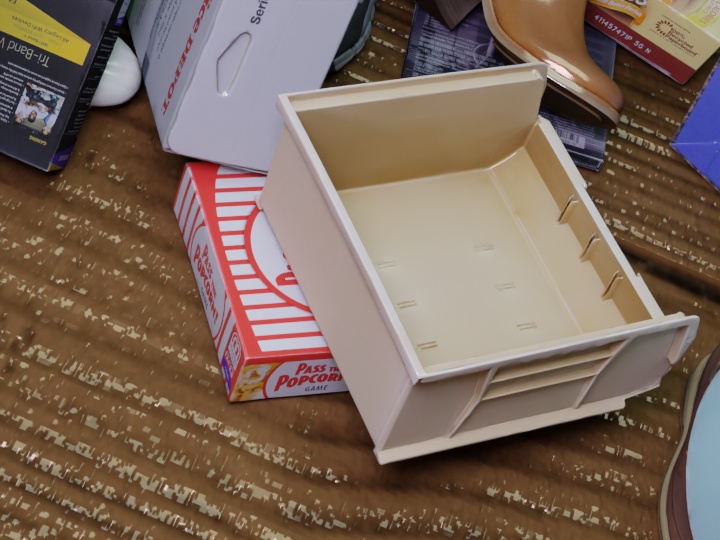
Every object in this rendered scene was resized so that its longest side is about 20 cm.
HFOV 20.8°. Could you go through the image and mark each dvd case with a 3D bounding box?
[{"bbox_3d":[0.109,-0.164,1.399,0.148,0.016,0.200,16,49,-5],"label":"dvd case"}]

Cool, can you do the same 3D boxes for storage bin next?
[{"bbox_3d":[0.067,-0.010,1.140,0.198,0.094,0.200,-10,56,-26],"label":"storage bin"}]

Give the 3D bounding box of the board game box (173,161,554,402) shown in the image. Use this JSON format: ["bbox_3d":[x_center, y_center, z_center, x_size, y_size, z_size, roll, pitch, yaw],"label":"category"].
[{"bbox_3d":[0.000,0.000,1.203,0.199,0.046,0.152,-4,53,-22],"label":"board game box"}]

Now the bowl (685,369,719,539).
[{"bbox_3d":[0.291,0.125,1.106,0.200,0.105,0.201,9,73,-31],"label":"bowl"}]

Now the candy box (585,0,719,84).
[{"bbox_3d":[0.224,-0.243,1.461,0.115,0.055,0.200,32,45,-11],"label":"candy box"}]

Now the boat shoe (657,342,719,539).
[{"bbox_3d":[0.224,0.113,1.173,0.072,0.068,0.200,18,48,-4],"label":"boat shoe"}]

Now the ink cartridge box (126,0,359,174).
[{"bbox_3d":[-0.078,-0.174,1.218,0.083,0.147,0.200,12,32,-23],"label":"ink cartridge box"}]

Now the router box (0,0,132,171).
[{"bbox_3d":[-0.245,-0.171,1.192,0.200,0.158,0.052,24,6,1],"label":"router box"}]

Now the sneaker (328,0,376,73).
[{"bbox_3d":[-0.004,-0.231,1.347,0.075,0.116,0.200,24,48,2],"label":"sneaker"}]

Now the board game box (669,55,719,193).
[{"bbox_3d":[0.337,-0.143,1.364,0.200,0.160,0.097,-30,66,-35],"label":"board game box"}]

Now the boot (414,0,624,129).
[{"bbox_3d":[0.142,-0.201,1.341,0.155,0.077,0.200,-46,59,-4],"label":"boot"}]

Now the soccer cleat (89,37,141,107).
[{"bbox_3d":[-0.226,-0.171,1.246,0.200,0.078,0.069,31,48,7],"label":"soccer cleat"}]
